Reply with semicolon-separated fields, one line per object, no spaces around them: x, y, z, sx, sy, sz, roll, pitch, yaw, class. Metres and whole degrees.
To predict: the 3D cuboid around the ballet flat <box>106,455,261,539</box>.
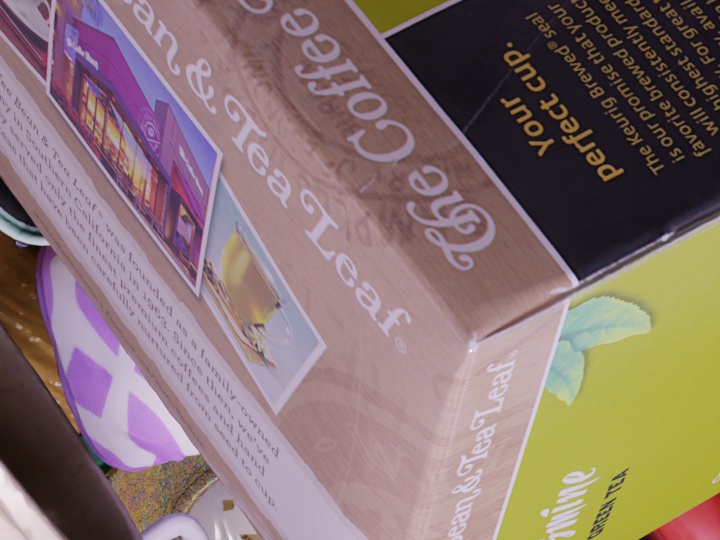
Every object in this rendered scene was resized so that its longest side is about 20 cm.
-0.004;0.065;0.908;0.199;0.071;0.071;-26;142;13;ballet flat

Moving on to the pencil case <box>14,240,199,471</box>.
0.000;0.000;0.827;0.199;0.085;0.085;-16;179;15;pencil case

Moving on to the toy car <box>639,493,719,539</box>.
0.100;0.097;0.798;0.150;0.175;0.200;14;119;-49;toy car

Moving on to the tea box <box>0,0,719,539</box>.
0.032;-0.059;0.585;0.196;0.200;0.134;-25;152;-25;tea box

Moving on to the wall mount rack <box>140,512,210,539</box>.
-0.139;0.123;0.858;0.173;0.200;0.075;-36;123;-21;wall mount rack

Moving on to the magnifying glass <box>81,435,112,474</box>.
-0.113;0.088;0.984;0.199;0.023;0.080;-18;143;12;magnifying glass

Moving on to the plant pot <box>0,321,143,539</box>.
-0.179;0.071;0.736;0.183;0.201;0.201;-36;142;-1;plant pot

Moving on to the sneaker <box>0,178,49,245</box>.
-0.060;-0.042;0.720;0.200;0.119;0.074;19;136;-34;sneaker
